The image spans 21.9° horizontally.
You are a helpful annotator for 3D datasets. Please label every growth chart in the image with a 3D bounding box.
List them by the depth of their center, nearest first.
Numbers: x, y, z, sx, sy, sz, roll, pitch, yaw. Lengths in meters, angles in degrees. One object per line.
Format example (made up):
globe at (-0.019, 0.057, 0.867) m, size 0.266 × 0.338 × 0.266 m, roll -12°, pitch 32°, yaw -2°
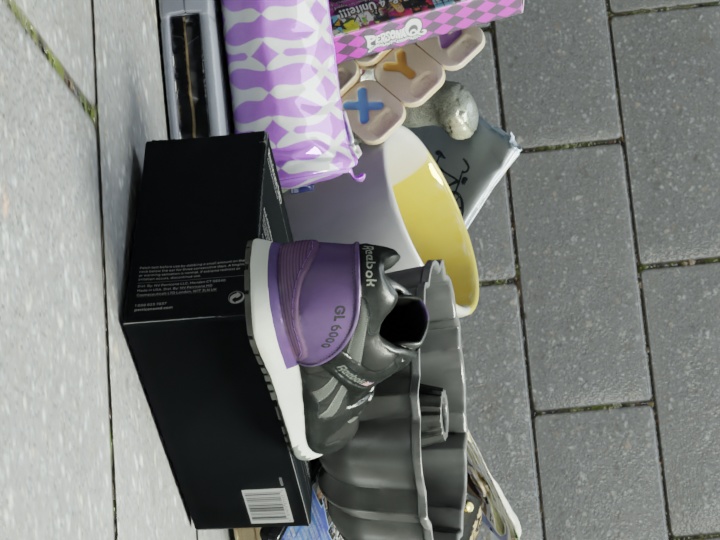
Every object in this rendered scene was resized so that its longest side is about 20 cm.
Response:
growth chart at (0.082, 0.153, 1.458) m, size 0.200 × 0.018 × 0.145 m, roll 63°, pitch -9°, yaw -12°

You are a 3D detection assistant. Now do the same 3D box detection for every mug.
mug at (-0.003, 0.002, 1.391) m, size 0.187 × 0.153 × 0.150 m, roll 54°, pitch 23°, yaw -33°

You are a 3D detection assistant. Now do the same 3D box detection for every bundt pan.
bundt pan at (0.018, 0.094, 1.191) m, size 0.202 × 0.075 × 0.203 m, roll -3°, pitch 90°, yaw -79°

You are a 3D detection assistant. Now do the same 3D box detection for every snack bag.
snack bag at (0.038, -0.064, 1.557) m, size 0.200 × 0.021 × 0.189 m, roll -58°, pitch -142°, yaw 13°

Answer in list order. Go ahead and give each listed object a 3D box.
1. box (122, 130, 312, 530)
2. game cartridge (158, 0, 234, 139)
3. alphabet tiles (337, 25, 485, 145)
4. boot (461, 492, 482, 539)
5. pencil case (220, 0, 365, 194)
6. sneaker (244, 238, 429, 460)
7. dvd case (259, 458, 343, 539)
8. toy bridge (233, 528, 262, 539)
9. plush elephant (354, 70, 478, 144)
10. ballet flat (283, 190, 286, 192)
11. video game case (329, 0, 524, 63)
box at (-0.077, 0.039, 1.093) m, size 0.200 × 0.079 × 0.141 m, roll 79°, pitch 12°, yaw -47°
game cartridge at (-0.101, -0.099, 1.244) m, size 0.133 × 0.041 × 0.201 m, roll 21°, pitch 64°, yaw -81°
alphabet tiles at (-0.013, -0.185, 1.363) m, size 0.196 × 0.200 × 0.015 m, roll 43°, pitch -7°, yaw 29°
boot at (0.034, 0.226, 1.383) m, size 0.200 × 0.073 × 0.151 m, roll 58°, pitch 48°, yaw -59°
pencil case at (-0.048, -0.148, 1.225) m, size 0.084 × 0.085 × 0.201 m, roll -56°, pitch 139°, yaw -81°
sneaker at (-0.004, 0.048, 1.007) m, size 0.200 × 0.087 × 0.076 m, roll 73°, pitch 13°, yaw -63°
dvd case at (-0.008, 0.139, 1.316) m, size 0.200 × 0.017 × 0.143 m, roll -60°, pitch 155°, yaw -28°
toy bridge at (-0.077, 0.140, 1.283) m, size 0.067 × 0.027 × 0.201 m, roll 59°, pitch 26°, yaw -76°
plush elephant at (-0.036, -0.134, 1.458) m, size 0.155 × 0.199 × 0.165 m, roll -59°, pitch 136°, yaw -44°
ballet flat at (-0.054, -0.087, 1.663) m, size 0.200 × 0.071 × 0.072 m, roll 65°, pitch 20°, yaw -71°
video game case at (-0.005, -0.234, 1.338) m, size 0.036 × 0.199 × 0.182 m, roll 85°, pitch -14°, yaw -56°
